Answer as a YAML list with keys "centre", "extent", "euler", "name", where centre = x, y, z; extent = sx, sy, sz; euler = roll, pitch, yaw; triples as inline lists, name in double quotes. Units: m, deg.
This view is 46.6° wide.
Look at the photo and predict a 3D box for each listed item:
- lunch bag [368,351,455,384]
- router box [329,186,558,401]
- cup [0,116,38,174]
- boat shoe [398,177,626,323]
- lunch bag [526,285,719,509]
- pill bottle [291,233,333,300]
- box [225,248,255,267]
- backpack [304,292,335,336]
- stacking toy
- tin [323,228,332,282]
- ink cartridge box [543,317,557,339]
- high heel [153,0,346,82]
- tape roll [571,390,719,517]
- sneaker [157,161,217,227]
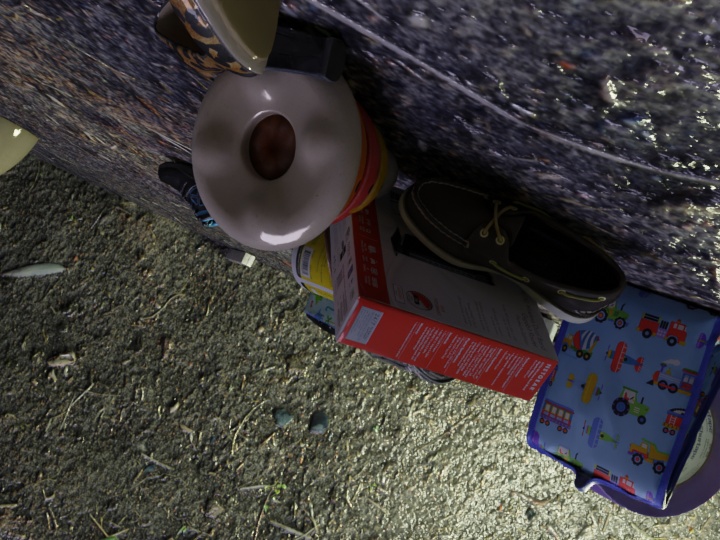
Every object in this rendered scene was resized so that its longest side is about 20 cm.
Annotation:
- centre: [0.081, 0.040, 0.976]
  extent: [0.138, 0.169, 0.200]
  euler: [26, 173, -16]
  name: "lunch bag"
- centre: [0.064, 0.007, 0.733]
  extent: [0.178, 0.049, 0.201]
  euler: [18, -148, -17]
  name: "router box"
- centre: [-0.981, -0.334, 2.213]
  extent: [0.199, 0.144, 0.200]
  euler: [25, 175, 2]
  name: "cup"
- centre: [0.128, -0.027, 0.705]
  extent: [0.200, 0.072, 0.061]
  euler: [28, 156, -1]
  name: "boat shoe"
- centre: [0.257, 0.125, 0.822]
  extent: [0.150, 0.202, 0.094]
  euler: [21, 172, 37]
  name: "lunch bag"
- centre: [0.000, 0.000, 1.225]
  extent: [0.199, 0.113, 0.112]
  euler: [20, 172, 42]
  name: "pill bottle"
- centre: [-0.416, -0.044, 2.880]
  extent: [0.038, 0.042, 0.200]
  euler: [27, 173, -24]
  name: "box"
- centre: [-0.022, 0.087, 1.889]
  extent: [0.182, 0.148, 0.200]
  euler: [22, 177, 33]
  name: "backpack"
- centre: [-0.022, -0.090, 0.665]
  extent: [0.145, 0.148, 0.199]
  euler: [22, -168, 28]
  name: "stacking toy"
- centre: [-0.021, -0.033, 1.051]
  extent: [0.041, 0.113, 0.200]
  euler: [-4, 173, 2]
  name: "tin"
- centre: [0.232, 0.078, 1.322]
  extent: [0.159, 0.048, 0.200]
  euler: [23, 179, 18]
  name: "ink cartridge box"
- centre: [-0.107, -0.157, 0.487]
  extent: [0.141, 0.072, 0.200]
  euler: [16, 180, 21]
  name: "high heel"
- centre: [0.345, 0.188, 1.013]
  extent: [0.198, 0.202, 0.085]
  euler: [25, 174, -3]
  name: "tape roll"
- centre: [-0.270, -0.123, 1.420]
  extent: [0.199, 0.083, 0.073]
  euler: [25, 176, 18]
  name: "sneaker"
